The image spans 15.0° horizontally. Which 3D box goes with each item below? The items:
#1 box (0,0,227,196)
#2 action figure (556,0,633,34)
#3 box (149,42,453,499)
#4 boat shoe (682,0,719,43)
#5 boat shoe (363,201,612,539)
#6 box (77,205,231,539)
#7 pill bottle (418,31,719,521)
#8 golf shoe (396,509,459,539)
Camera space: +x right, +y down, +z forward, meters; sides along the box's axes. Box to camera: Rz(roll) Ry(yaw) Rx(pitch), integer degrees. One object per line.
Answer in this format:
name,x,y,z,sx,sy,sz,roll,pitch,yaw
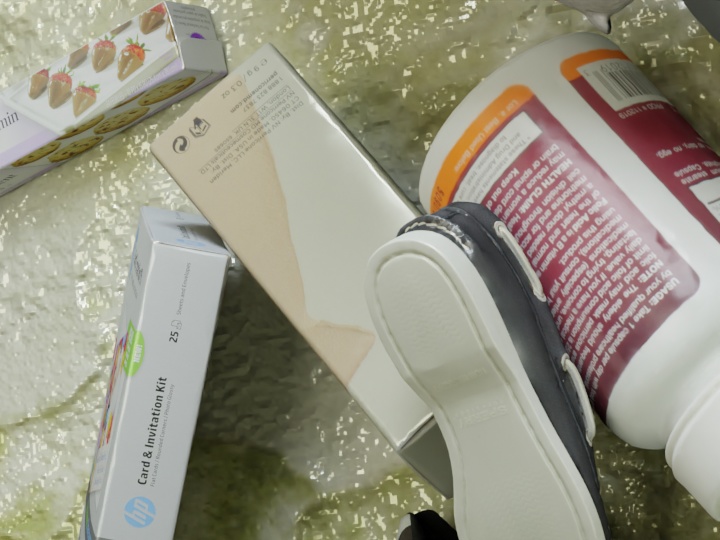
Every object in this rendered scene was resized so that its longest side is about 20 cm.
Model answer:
box,-0.157,-0.080,1.410,0.200,0.041,0.039,-25,75,29
action figure,0.125,-0.162,1.152,0.200,0.194,0.105,26,131,-2
box,0.000,0.000,1.257,0.078,0.095,0.200,-41,63,1
boat shoe,0.223,-0.102,1.150,0.200,0.074,0.065,29,74,36
boat shoe,0.066,0.067,1.148,0.074,0.060,0.200,-20,100,41
box,-0.103,0.077,1.308,0.041,0.156,0.201,12,96,-8
pill bottle,0.126,0.003,1.175,0.114,0.114,0.200,-50,63,22
golf shoe,0.091,0.139,1.216,0.200,0.078,0.095,-9,83,32
